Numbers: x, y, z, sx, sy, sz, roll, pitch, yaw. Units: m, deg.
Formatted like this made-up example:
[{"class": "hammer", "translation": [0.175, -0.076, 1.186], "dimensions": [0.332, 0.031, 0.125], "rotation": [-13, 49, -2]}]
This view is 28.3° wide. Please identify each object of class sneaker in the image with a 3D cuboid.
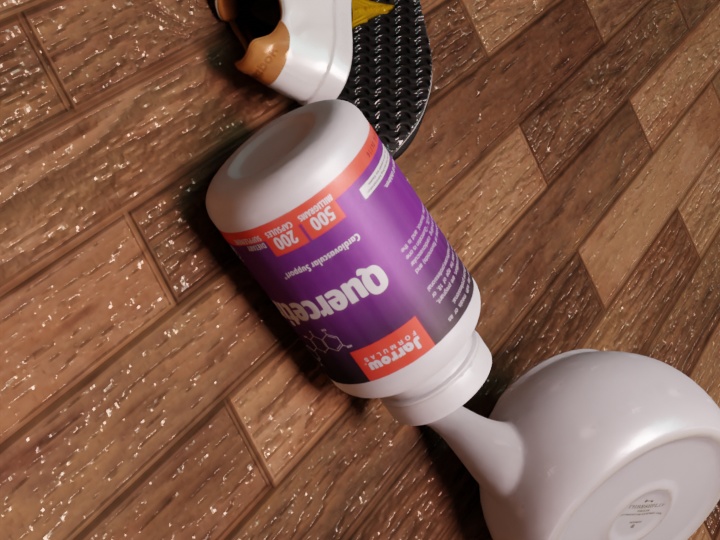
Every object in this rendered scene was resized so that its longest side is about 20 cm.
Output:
[{"class": "sneaker", "translation": [0.010, -0.147, 1.001], "dimensions": [0.090, 0.070, 0.201], "rotation": [98, -8, -63]}, {"class": "sneaker", "translation": [-0.052, -0.203, 0.950], "dimensions": [0.085, 0.073, 0.200], "rotation": [18, 48, -26]}]

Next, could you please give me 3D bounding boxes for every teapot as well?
[{"class": "teapot", "translation": [0.162, 0.127, 1.029], "dimensions": [0.146, 0.197, 0.200], "rotation": [51, -8, 41]}]

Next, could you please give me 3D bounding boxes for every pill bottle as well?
[{"class": "pill bottle", "translation": [0.000, 0.000, 0.890], "dimensions": [0.200, 0.112, 0.113], "rotation": [54, 38, -23]}]
